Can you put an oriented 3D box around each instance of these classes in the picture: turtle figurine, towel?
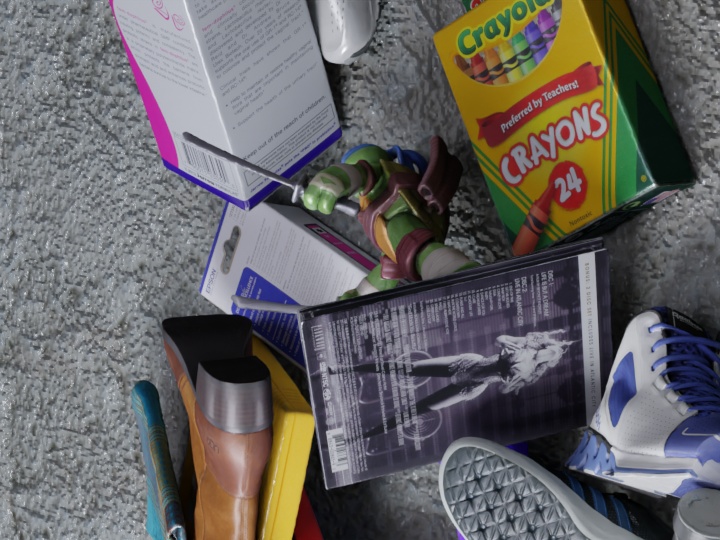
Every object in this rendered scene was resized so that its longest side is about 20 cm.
[{"bbox_3d":[0.000,0.000,1.530,0.194,0.199,0.145,46,135,44],"label":"turtle figurine"},{"bbox_3d":[-0.145,0.190,1.703,0.200,0.022,0.148,-111,15,-60],"label":"towel"}]

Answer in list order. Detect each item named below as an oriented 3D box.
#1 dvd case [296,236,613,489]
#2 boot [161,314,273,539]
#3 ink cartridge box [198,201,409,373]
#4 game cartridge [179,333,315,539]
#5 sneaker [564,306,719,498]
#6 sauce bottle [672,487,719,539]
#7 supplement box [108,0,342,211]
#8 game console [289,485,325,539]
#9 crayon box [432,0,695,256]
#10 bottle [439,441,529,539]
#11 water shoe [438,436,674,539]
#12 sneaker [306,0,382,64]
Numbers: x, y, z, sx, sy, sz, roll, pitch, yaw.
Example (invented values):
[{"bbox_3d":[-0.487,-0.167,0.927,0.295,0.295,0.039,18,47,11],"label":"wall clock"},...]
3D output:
[{"bbox_3d":[0.064,0.060,1.465,0.016,0.198,0.149,-110,9,-50],"label":"dvd case"},{"bbox_3d":[-0.098,0.142,1.624,0.188,0.068,0.202,-141,49,-61],"label":"boot"},{"bbox_3d":[-0.033,0.021,1.675,0.199,0.037,0.095,34,116,32],"label":"ink cartridge box"},{"bbox_3d":[-0.087,0.148,1.676,0.200,0.032,0.178,-133,52,-66],"label":"game cartridge"},{"bbox_3d":[0.192,0.080,1.414,0.199,0.080,0.116,177,109,-72],"label":"sneaker"},{"bbox_3d":[0.193,0.215,1.373,0.065,0.064,0.201,39,141,32],"label":"sauce bottle"},{"bbox_3d":[-0.099,-0.160,1.610,0.101,0.103,0.201,28,148,39],"label":"supplement box"},{"bbox_3d":[-0.067,0.249,1.677,0.177,0.031,0.201,-109,32,-53],"label":"game console"},{"bbox_3d":[0.125,-0.121,1.508,0.127,0.051,0.201,-31,73,40],"label":"crayon box"},{"bbox_3d":[0.108,0.173,1.531,0.201,0.083,0.065,59,157,21],"label":"bottle"},{"bbox_3d":[0.140,0.170,1.472,0.199,0.079,0.072,33,109,10],"label":"water shoe"},{"bbox_3d":[-0.053,-0.234,1.633,0.074,0.087,0.201,-36,72,36],"label":"sneaker"}]
